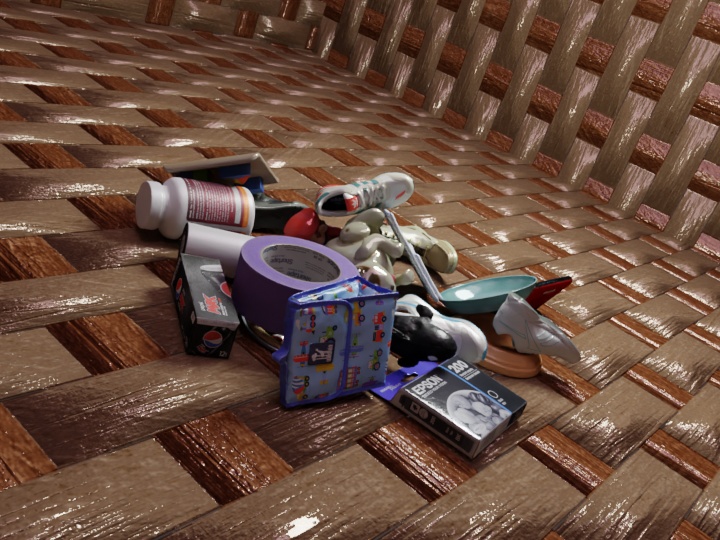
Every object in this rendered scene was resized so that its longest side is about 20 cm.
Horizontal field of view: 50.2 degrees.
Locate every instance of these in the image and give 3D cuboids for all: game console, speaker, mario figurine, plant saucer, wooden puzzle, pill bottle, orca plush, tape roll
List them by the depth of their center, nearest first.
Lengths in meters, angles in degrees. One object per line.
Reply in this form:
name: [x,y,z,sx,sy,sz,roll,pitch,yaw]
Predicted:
tape roll: [-0.105,0.024,1.245,0.198,0.086,0.200,14,22,-6]
orca plush: [0.060,0.087,1.253,0.200,0.106,0.071,39,3,27]
speaker: [-0.215,-0.024,1.350,0.198,0.082,0.081,12,24,-20]
pill bottle: [-0.305,-0.111,1.423,0.198,0.114,0.113,5,27,-35]
plant saucer: [0.259,0.132,1.472,0.198,0.038,0.200,18,22,-7]
wooden puzzle: [-0.266,-0.176,1.503,0.183,0.047,0.200,-7,-7,5]
plant saucer: [0.250,0.050,1.509,0.198,0.036,0.200,-11,7,1]
mario figurine: [-0.076,-0.050,1.540,0.199,0.123,0.107,13,45,-47]
game console: [0.334,0.031,1.676,0.199,0.172,0.119,-9,62,-50]

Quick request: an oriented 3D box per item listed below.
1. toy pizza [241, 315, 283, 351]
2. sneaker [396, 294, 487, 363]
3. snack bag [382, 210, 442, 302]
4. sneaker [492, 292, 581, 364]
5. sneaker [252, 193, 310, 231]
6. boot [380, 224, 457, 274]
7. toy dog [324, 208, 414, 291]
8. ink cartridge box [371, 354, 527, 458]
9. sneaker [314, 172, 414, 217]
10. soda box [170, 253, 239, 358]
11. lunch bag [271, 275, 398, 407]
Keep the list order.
toy pizza: [-0.098,0.086,1.264,0.198,0.032,0.201,18,22,-8]
sneaker: [0.131,0.114,1.365,0.199,0.077,0.081,25,28,29]
snack bag: [0.100,-0.038,1.534,0.201,0.021,0.189,60,3,-7]
sneaker: [0.325,0.122,1.426,0.200,0.080,0.070,35,10,-19]
sneaker: [-0.195,-0.135,1.627,0.198,0.077,0.114,-1,36,-32]
boot: [0.109,-0.051,1.715,0.154,0.073,0.200,5,22,-36]
toy dog: [0.000,0.000,1.406,0.192,0.141,0.201,-11,33,-5]
ink cartridge box: [0.140,0.195,1.214,0.199,0.044,0.198,30,24,25]
sneaker: [0.006,-0.135,1.468,0.198,0.071,0.094,-8,20,8]
soda box: [-0.240,0.050,1.179,0.070,0.064,0.200,10,25,-25]
lunch bag: [-0.050,0.102,1.104,0.094,0.152,0.199,21,21,40]
